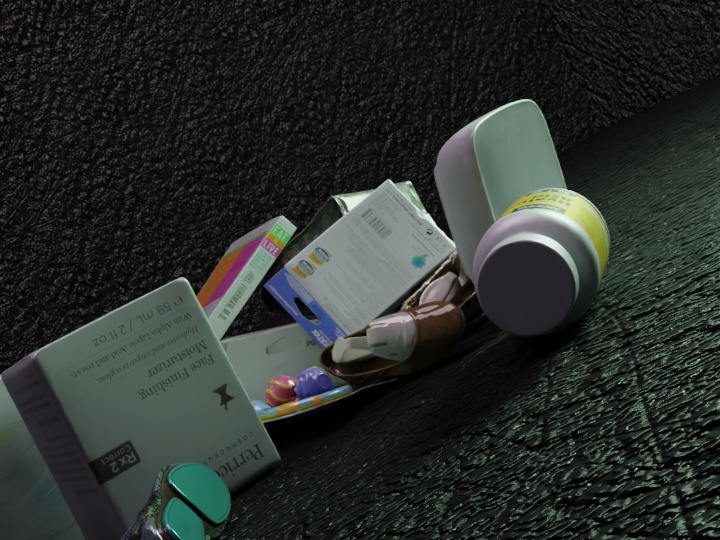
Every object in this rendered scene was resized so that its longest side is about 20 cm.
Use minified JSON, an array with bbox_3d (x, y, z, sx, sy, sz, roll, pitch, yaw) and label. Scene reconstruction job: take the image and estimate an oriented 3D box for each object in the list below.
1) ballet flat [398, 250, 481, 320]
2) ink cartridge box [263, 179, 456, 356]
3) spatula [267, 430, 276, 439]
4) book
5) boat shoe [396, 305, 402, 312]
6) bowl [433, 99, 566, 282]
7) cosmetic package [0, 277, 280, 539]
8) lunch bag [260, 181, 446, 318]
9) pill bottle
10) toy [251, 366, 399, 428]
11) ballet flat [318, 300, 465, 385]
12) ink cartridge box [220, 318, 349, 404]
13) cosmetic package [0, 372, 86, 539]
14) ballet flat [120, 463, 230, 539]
[{"bbox_3d":[0.109,0.017,1.221,0.200,0.075,0.064,-48,-25,-32],"label":"ballet flat"},{"bbox_3d":[0.000,0.000,1.272,0.200,0.119,0.042,-40,-14,-18],"label":"ink cartridge box"},{"bbox_3d":[-0.174,0.211,1.224,0.200,0.021,0.056,-26,2,27],"label":"spatula"},{"bbox_3d":[-0.162,0.031,1.328,0.134,0.048,0.200,-33,21,55],"label":"book"},{"bbox_3d":[0.092,0.030,1.354,0.074,0.076,0.200,-34,5,-31],"label":"boat shoe"},{"bbox_3d":[0.154,-0.071,1.189,0.074,0.201,0.200,-14,10,35],"label":"bowl"},{"bbox_3d":[-0.213,0.141,1.052,0.165,0.201,0.165,-30,3,-29],"label":"cosmetic package"},{"bbox_3d":[-0.017,-0.010,1.427,0.164,0.118,0.200,-16,-21,-50],"label":"lunch bag"},{"bbox_3d":[0.161,-0.006,0.983,0.111,0.112,0.200,-27,4,20],"label":"pill bottle"},{"bbox_3d":[-0.069,0.131,1.159,0.115,0.047,0.200,-15,-9,-44],"label":"toy"},{"bbox_3d":[0.022,0.076,1.139,0.072,0.068,0.200,9,-19,-34],"label":"ballet flat"},{"bbox_3d":[-0.107,0.113,1.351,0.144,0.085,0.200,-13,-1,-15],"label":"ink cartridge box"},{"bbox_3d":[-0.388,0.230,1.137,0.199,0.200,0.123,-32,4,-31],"label":"cosmetic package"},{"bbox_3d":[-0.148,0.198,0.844,0.074,0.074,0.200,-28,0,2],"label":"ballet flat"}]
